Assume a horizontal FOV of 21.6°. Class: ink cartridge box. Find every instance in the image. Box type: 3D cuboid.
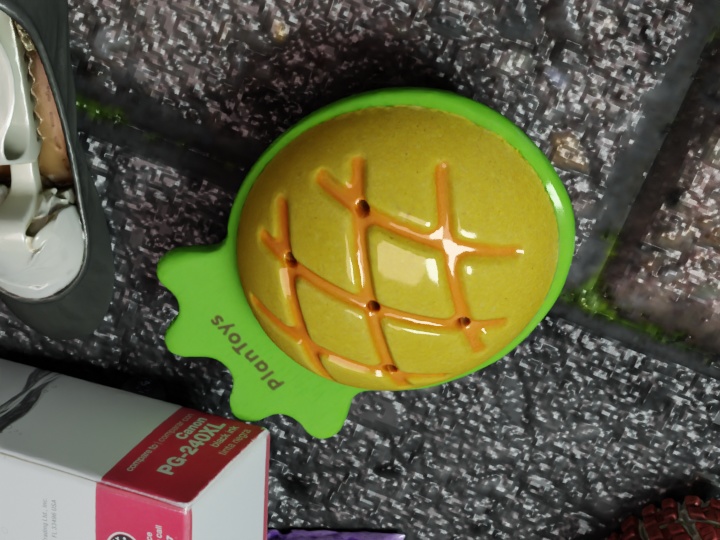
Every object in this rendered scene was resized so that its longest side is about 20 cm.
[{"bbox_3d":[-0.150,0.127,0.890,0.200,0.083,0.146,14,119,21],"label":"ink cartridge box"}]

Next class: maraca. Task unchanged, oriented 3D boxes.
[{"bbox_3d":[0.000,0.000,0.812,0.200,0.107,0.137,-35,104,29],"label":"maraca"}]

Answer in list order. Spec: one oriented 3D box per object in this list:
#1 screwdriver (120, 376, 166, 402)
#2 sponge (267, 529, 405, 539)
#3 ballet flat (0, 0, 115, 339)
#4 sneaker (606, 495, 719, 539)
[{"bbox_3d":[-0.117,0.140,0.951,0.028,0.029,0.200,11,122,4],"label":"screwdriver"},{"bbox_3d":[-0.027,0.224,0.971,0.111,0.030,0.200,1,117,9],"label":"sponge"},{"bbox_3d":[-0.156,-0.047,0.836,0.068,0.068,0.200,-2,116,10],"label":"ballet flat"},{"bbox_3d":[0.134,0.183,0.905,0.082,0.078,0.200,30,127,-11],"label":"sneaker"}]
